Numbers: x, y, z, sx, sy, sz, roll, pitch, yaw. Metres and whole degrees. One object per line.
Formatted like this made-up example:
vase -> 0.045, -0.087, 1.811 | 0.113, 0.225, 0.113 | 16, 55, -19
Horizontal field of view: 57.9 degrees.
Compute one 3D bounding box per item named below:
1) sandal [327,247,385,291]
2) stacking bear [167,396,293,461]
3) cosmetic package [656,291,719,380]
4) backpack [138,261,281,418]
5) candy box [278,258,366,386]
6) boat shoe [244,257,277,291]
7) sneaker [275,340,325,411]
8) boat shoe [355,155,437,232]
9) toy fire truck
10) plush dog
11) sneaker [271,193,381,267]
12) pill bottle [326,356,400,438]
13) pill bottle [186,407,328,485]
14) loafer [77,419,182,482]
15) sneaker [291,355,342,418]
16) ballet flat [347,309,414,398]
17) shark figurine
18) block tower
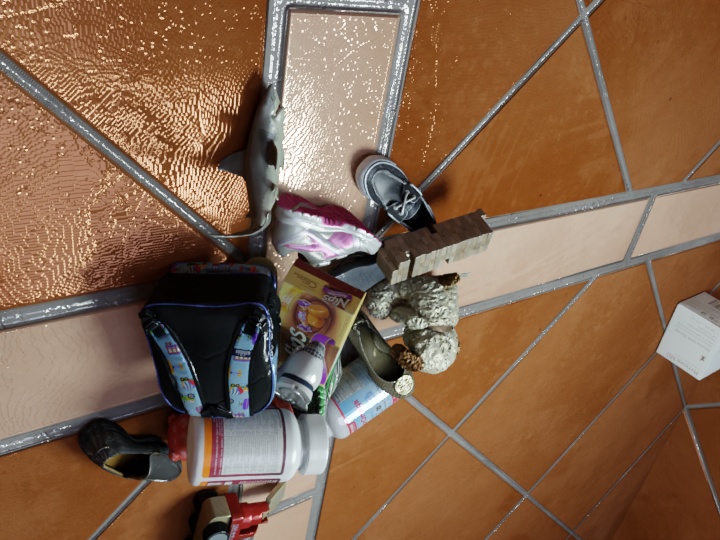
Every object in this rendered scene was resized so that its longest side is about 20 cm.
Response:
sandal -> 0.000, 0.000, 1.112 | 0.199, 0.043, 0.076 | -24, 141, -38
stacking bear -> -0.218, 0.269, 1.073 | 0.199, 0.114, 0.122 | 3, 75, -28
cosmetic package -> 1.106, 0.210, 2.107 | 0.165, 0.167, 0.201 | -15, 128, -33
backpack -> -0.197, 0.104, 0.908 | 0.181, 0.135, 0.201 | -1, 121, 0
candy box -> -0.077, 0.085, 1.002 | 0.057, 0.116, 0.201 | -61, 176, -44
boat shoe -> -0.171, 0.067, 1.002 | 0.073, 0.063, 0.202 | 12, 112, -4
sneaker -> -0.095, 0.162, 0.997 | 0.076, 0.200, 0.081 | 27, 68, -10
boat shoe -> 0.066, -0.113, 1.054 | 0.072, 0.068, 0.200 | -48, 139, 0
toy fire truck -> -0.224, 0.489, 1.240 | 0.199, 0.129, 0.177 | 3, 119, -30
plush dog -> 0.126, 0.096, 1.156 | 0.199, 0.160, 0.173 | -2, 85, -40
sneaker -> -0.057, -0.050, 0.997 | 0.199, 0.081, 0.089 | 13, 113, -37
pill bottle -> -0.022, 0.241, 1.215 | 0.199, 0.109, 0.109 | -33, 136, -17
pill bottle -> -0.156, 0.263, 0.980 | 0.198, 0.110, 0.110 | 4, 119, -20
loafer -> -0.347, 0.300, 1.011 | 0.073, 0.072, 0.200 | -49, 139, -1
sneaker -> -0.066, 0.202, 1.131 | 0.085, 0.078, 0.202 | 18, 80, -49
ballet flat -> 0.033, 0.148, 1.157 | 0.067, 0.046, 0.201 | -38, 99, -19
shark figurine -> -0.147, -0.119, 0.848 | 0.089, 0.216, 0.128 | 6, 158, -1
block tower -> 0.128, -0.041, 1.085 | 0.199, 0.058, 0.054 | -21, 147, -19
